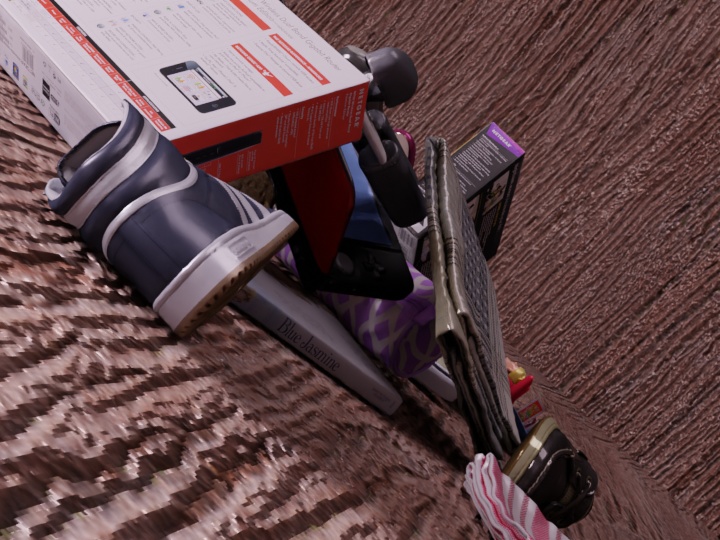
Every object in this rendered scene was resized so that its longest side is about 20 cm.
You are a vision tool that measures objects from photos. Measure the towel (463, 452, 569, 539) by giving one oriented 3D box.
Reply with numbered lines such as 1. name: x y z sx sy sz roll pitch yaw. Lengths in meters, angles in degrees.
1. towel: 0.153 0.208 0.935 0.200 0.030 0.146 42 5 -16

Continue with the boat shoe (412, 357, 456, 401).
1. boat shoe: 0.026 0.032 1.295 0.200 0.062 0.072 45 5 15

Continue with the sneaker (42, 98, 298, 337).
1. sneaker: -0.098 -0.032 0.765 0.108 0.070 0.200 44 7 -1

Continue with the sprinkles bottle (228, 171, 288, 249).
1. sprinkles bottle: -0.127 -0.096 1.128 0.200 0.068 0.068 41 4 -16

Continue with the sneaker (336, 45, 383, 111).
1. sneaker: -0.036 -0.120 1.402 0.075 0.201 0.079 27 27 13

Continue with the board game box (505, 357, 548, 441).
1. board game box: 0.130 0.089 1.408 0.201 0.039 0.158 62 -8 -31

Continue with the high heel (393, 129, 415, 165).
1. high heel: 0.023 -0.081 1.427 0.096 0.200 0.068 -29 75 -41

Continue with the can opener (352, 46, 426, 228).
1. can opener: 0.027 -0.097 1.066 0.200 0.066 0.054 55 13 -64

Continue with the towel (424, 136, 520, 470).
1. towel: 0.084 0.030 1.079 0.193 0.034 0.201 70 14 -47

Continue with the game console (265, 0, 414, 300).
1. game console: -0.015 -0.095 1.094 0.171 0.118 0.201 8 53 -46

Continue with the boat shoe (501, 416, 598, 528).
1. boat shoe: 0.147 0.158 1.082 0.065 0.073 0.200 38 3 17

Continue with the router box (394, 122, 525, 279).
1. router box: 0.084 -0.038 1.446 0.051 0.149 0.201 44 -24 18

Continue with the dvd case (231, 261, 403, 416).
1. dvd case: -0.063 0.013 0.973 0.200 0.018 0.143 39 6 -39

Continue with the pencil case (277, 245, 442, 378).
1. pencil case: 0.000 0.000 1.214 0.200 0.084 0.086 43 -30 29

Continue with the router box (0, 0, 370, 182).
1. router box: -0.123 -0.135 0.955 0.200 0.178 0.049 45 -39 35
